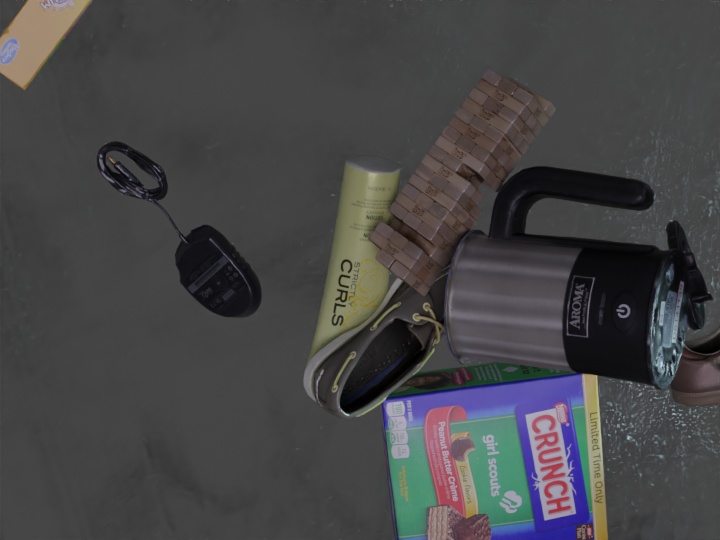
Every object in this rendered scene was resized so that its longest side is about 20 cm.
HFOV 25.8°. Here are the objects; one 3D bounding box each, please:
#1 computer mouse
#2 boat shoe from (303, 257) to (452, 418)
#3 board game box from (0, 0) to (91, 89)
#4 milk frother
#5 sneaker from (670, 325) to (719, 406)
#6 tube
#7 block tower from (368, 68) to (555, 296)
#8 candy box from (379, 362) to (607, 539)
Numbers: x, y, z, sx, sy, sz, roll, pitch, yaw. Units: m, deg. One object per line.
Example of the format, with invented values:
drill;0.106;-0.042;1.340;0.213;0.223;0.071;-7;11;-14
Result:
computer mouse;-0.160;-0.038;1.411;0.058;0.034;0.201;-35;99;24
boat shoe;0.040;0.056;1.404;0.201;0.060;0.072;-41;122;-8
board game box;-0.222;-0.250;1.283;0.040;0.153;0.201;37;101;-13
milk frother;0.200;0.019;1.388;0.186;0.200;0.183;7;71;26
sneaker;0.377;0.066;1.442;0.197;0.071;0.076;-16;105;1
tube;0.000;0.000;1.417;0.057;0.052;0.203;16;111;21
block tower;0.086;-0.080;1.368;0.054;0.058;0.201;35;89;29
candy box;0.123;0.174;1.455;0.197;0.077;0.171;-8;105;-2
